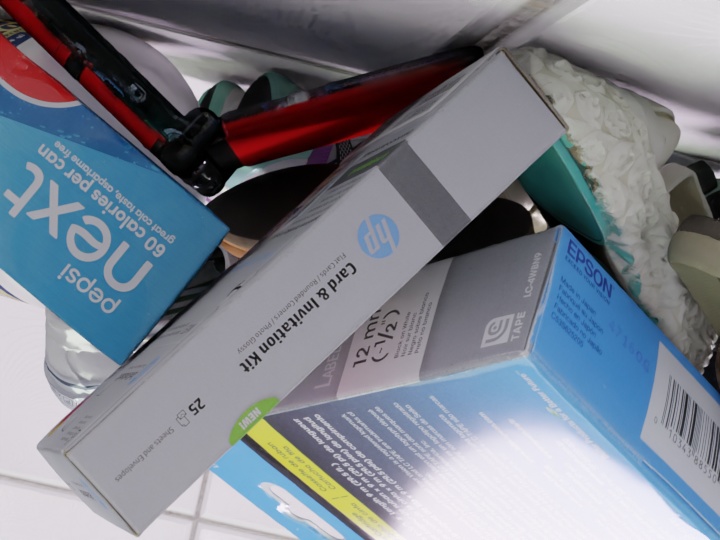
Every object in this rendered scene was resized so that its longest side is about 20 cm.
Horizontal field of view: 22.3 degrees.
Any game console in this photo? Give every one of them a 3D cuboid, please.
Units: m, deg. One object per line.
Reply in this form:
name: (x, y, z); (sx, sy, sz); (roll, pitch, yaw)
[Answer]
game console: (-0.054, -0.098, 0.772); (0.172, 0.119, 0.200); (44, 178, 0)

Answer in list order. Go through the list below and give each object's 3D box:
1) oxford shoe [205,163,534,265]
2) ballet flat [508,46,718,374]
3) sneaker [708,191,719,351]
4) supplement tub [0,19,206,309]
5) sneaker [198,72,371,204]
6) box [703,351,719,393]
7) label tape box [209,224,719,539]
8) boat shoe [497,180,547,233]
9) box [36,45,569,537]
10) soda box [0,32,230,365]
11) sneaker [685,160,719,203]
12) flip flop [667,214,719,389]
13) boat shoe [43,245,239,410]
oxford shoe: (0.000, 0.000, 0.816); (0.071, 0.072, 0.199); (-35, -146, -30)
ballet flat: (0.102, -0.029, 0.719); (0.071, 0.072, 0.201); (12, 149, 34)
sneaker: (0.200, -0.024, 0.753); (0.087, 0.076, 0.200); (-21, 177, -15)
supplement tub: (-0.189, -0.061, 0.970); (0.144, 0.146, 0.199); (13, 179, -41)
sneaker: (-0.029, -0.044, 1.021); (0.139, 0.078, 0.200); (29, 175, -18)
box: (0.254, 0.071, 0.916); (0.196, 0.119, 0.199); (-30, -156, -31)
label tape box: (0.039, 0.067, 0.757); (0.199, 0.067, 0.143); (-14, 135, 42)
boat shoe: (0.054, -0.047, 0.853); (0.063, 0.074, 0.201); (25, 176, -10)
box: (-0.028, 0.010, 0.662); (0.041, 0.200, 0.156); (49, 167, -5)
soda box: (-0.146, -0.054, 0.692); (0.200, 0.068, 0.064); (40, 176, -6)
sneaker: (0.111, 0.012, 0.903); (0.118, 0.200, 0.074); (7, 133, 58)
flip flop: (0.174, 0.052, 0.714); (0.081, 0.058, 0.200); (15, 159, 45)
boat shoe: (-0.060, 0.013, 0.897); (0.198, 0.067, 0.074); (-22, -129, -19)
